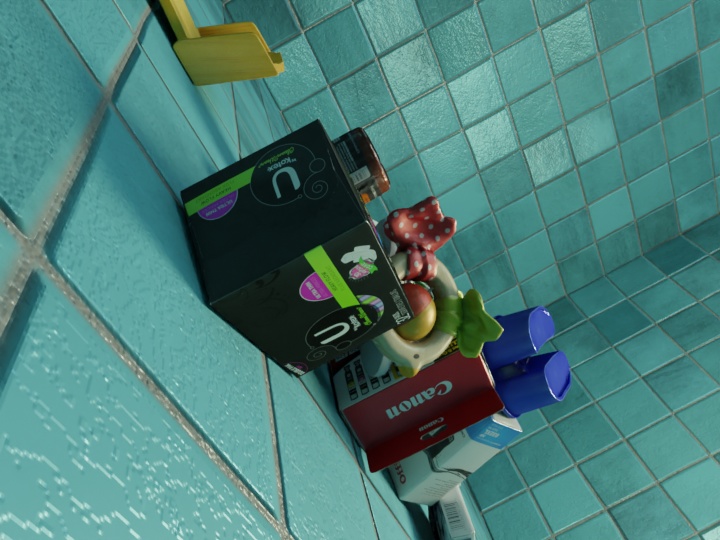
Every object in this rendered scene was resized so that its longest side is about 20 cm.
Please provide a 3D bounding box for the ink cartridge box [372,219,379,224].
[{"bbox_3d":[-0.047,-0.085,1.111,0.197,0.051,0.161,22,-5,-30],"label":"ink cartridge box"}]

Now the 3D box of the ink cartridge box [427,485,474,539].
[{"bbox_3d":[0.147,0.435,1.020,0.199,0.042,0.204,-108,-170,-68],"label":"ink cartridge box"}]

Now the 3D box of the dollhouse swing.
[{"bbox_3d":[-0.222,-0.400,0.981,0.201,0.178,0.179,-110,-168,-64],"label":"dollhouse swing"}]

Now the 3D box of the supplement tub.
[{"bbox_3d":[-0.060,-0.123,0.942,0.108,0.197,0.107,61,4,-8],"label":"supplement tub"}]

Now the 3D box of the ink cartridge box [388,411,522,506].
[{"bbox_3d":[0.125,0.238,0.959,0.083,0.200,0.146,25,28,-39],"label":"ink cartridge box"}]

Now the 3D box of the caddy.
[{"bbox_3d":[0.237,0.135,0.937,0.199,0.104,0.144,-12,80,-62],"label":"caddy"}]

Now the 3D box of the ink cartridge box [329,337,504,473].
[{"bbox_3d":[0.069,0.146,0.840,0.085,0.197,0.176,61,3,-27],"label":"ink cartridge box"}]

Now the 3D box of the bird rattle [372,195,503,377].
[{"bbox_3d":[0.073,0.028,0.727,0.112,0.163,0.202,5,-50,51],"label":"bird rattle"}]

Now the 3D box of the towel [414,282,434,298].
[{"bbox_3d":[0.000,0.000,0.909,0.198,0.024,0.152,33,-22,-9],"label":"towel"}]

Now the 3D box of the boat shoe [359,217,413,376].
[{"bbox_3d":[0.044,0.036,0.816,0.069,0.065,0.205,-8,-104,59],"label":"boat shoe"}]

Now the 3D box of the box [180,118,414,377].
[{"bbox_3d":[-0.051,-0.010,0.598,0.126,0.146,0.201,65,4,30],"label":"box"}]
